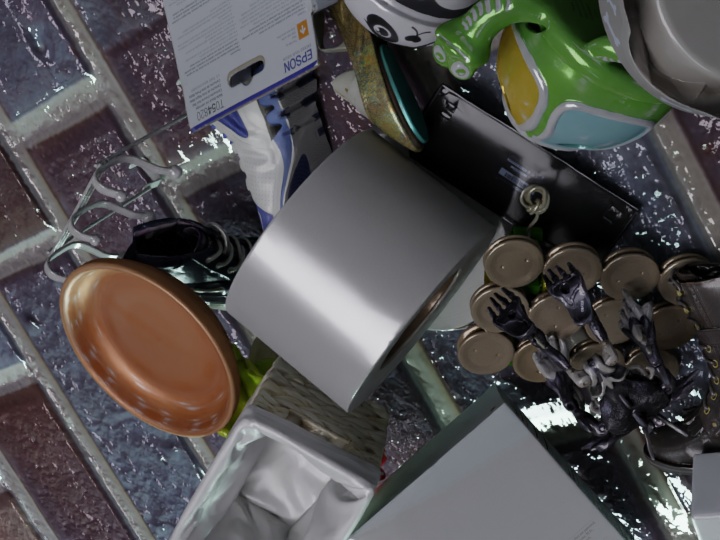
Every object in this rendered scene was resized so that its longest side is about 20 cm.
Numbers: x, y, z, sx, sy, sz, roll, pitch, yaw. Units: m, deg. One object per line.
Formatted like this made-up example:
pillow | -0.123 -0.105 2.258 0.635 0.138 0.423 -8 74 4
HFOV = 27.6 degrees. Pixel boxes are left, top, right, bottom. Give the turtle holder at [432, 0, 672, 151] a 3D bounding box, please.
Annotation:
turtle holder | 0.160 -0.154 1.100 0.141 0.185 0.132 55 135 17

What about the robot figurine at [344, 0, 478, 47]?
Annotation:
robot figurine | 0.061 -0.266 1.136 0.150 0.125 0.200 40 130 6

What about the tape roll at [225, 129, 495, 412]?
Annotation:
tape roll | 0.000 0.000 1.246 0.139 0.203 0.203 39 132 7

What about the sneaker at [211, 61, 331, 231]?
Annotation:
sneaker | -0.096 -0.132 1.373 0.115 0.081 0.200 11 116 34

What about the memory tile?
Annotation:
memory tile | 0.190 0.038 1.245 0.199 0.017 0.154 6 128 -7

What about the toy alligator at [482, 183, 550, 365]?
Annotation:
toy alligator | 0.137 -0.006 1.255 0.059 0.054 0.200 1 129 -4

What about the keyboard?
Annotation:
keyboard | 0.147 -0.097 1.236 0.200 0.021 0.127 33 121 0

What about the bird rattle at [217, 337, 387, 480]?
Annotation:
bird rattle | -0.050 0.120 1.434 0.200 0.163 0.113 29 141 -13

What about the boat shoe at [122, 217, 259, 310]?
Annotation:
boat shoe | -0.130 -0.008 1.392 0.093 0.199 0.075 112 148 -61

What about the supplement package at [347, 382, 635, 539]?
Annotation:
supplement package | 0.123 0.246 1.346 0.191 0.147 0.200 -41 91 4

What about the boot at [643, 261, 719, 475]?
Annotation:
boot | 0.300 0.071 1.220 0.200 0.069 0.174 -20 108 30

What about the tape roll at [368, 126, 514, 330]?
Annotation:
tape roll | 0.053 -0.039 1.345 0.202 0.037 0.203 17 126 25

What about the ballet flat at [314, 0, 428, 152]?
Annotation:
ballet flat | -0.001 -0.185 1.238 0.071 0.071 0.200 -26 79 42

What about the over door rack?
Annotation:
over door rack | -0.211 -0.082 1.400 0.067 0.200 0.148 37 132 -3

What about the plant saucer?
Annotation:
plant saucer | -0.190 0.067 1.361 0.200 0.037 0.200 22 136 23

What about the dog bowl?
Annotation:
dog bowl | 0.254 -0.197 1.011 0.200 0.200 0.059 58 164 -10

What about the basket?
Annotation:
basket | -0.070 0.194 1.324 0.135 0.123 0.200 29 123 -3

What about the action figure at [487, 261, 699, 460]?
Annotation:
action figure | 0.196 0.070 1.197 0.119 0.102 0.200 -32 127 18

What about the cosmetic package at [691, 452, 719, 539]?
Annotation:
cosmetic package | 0.349 0.240 1.239 0.101 0.071 0.200 -8 131 20

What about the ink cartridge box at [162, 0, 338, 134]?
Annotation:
ink cartridge box | -0.100 -0.240 1.262 0.199 0.041 0.201 -18 81 48
